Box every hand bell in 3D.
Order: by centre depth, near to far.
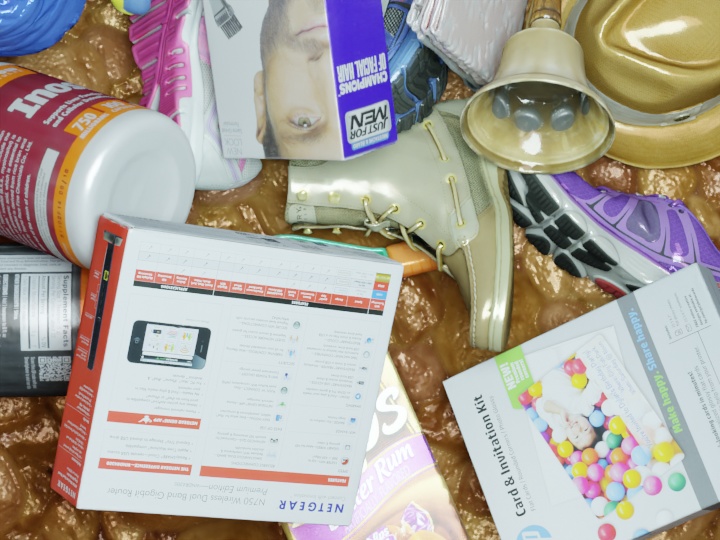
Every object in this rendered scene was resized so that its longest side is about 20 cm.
[{"bbox_3d":[0.127,-0.177,1.503,0.104,0.104,0.200,8,57,-3],"label":"hand bell"}]

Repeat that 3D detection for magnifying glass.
[{"bbox_3d":[0.000,0.000,1.537,0.200,0.022,0.080,-14,70,-10],"label":"magnifying glass"}]

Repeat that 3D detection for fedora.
[{"bbox_3d":[0.220,-0.169,1.543,0.200,0.082,0.201,0,84,-3],"label":"fedora"}]

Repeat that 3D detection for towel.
[{"bbox_3d":[0.084,-0.230,1.488,0.032,0.200,0.191,11,85,18],"label":"towel"}]

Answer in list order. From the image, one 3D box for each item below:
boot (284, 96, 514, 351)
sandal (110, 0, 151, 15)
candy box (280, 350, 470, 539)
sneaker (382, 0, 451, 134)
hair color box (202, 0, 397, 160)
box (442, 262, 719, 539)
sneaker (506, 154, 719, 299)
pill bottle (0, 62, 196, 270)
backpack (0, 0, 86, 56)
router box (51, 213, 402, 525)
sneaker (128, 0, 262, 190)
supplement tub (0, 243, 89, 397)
[{"bbox_3d":[0.026,-0.031,1.500,0.155,0.073,0.200,-3,61,-4],"label":"boot"},{"bbox_3d":[-0.127,-0.266,1.471,0.087,0.080,0.200,8,113,-19],"label":"sandal"},{"bbox_3d":[-0.006,0.146,1.511,0.117,0.056,0.200,-24,85,-5],"label":"candy box"},{"bbox_3d":[0.028,-0.176,1.525,0.078,0.075,0.200,9,55,17],"label":"sneaker"},{"bbox_3d":[-0.046,-0.175,1.434,0.109,0.065,0.200,3,108,39],"label":"hair color box"},{"bbox_3d":[0.173,0.106,1.481,0.200,0.041,0.156,-26,72,20],"label":"box"},{"bbox_3d":[0.188,-0.029,1.543,0.200,0.081,0.083,35,70,-9],"label":"sneaker"},{"bbox_3d":[-0.217,-0.074,1.453,0.200,0.113,0.113,20,82,33],"label":"pill bottle"},{"bbox_3d":[-0.287,-0.219,1.458,0.200,0.168,0.163,7,94,13],"label":"backpack"},{"bbox_3d":[-0.085,0.067,1.398,0.200,0.049,0.180,8,98,-30],"label":"router box"},{"bbox_3d":[-0.107,-0.142,1.523,0.088,0.081,0.200,12,76,-37],"label":"sneaker"},{"bbox_3d":[-0.220,0.034,1.482,0.200,0.107,0.107,0,84,-5],"label":"supplement tub"}]
